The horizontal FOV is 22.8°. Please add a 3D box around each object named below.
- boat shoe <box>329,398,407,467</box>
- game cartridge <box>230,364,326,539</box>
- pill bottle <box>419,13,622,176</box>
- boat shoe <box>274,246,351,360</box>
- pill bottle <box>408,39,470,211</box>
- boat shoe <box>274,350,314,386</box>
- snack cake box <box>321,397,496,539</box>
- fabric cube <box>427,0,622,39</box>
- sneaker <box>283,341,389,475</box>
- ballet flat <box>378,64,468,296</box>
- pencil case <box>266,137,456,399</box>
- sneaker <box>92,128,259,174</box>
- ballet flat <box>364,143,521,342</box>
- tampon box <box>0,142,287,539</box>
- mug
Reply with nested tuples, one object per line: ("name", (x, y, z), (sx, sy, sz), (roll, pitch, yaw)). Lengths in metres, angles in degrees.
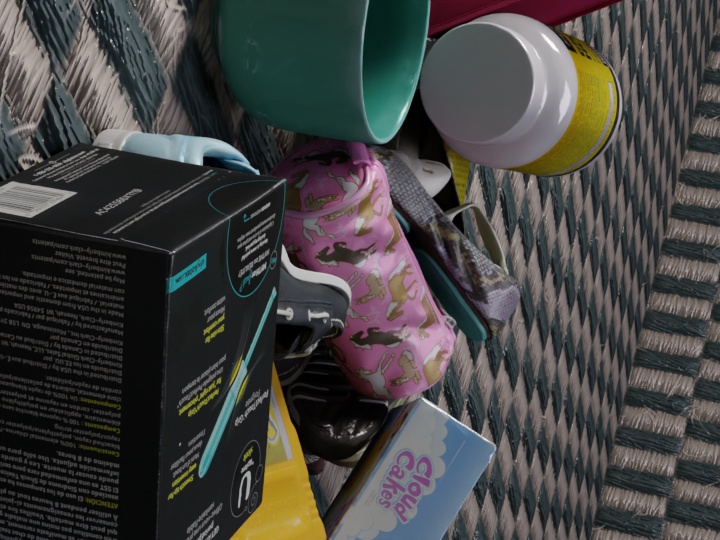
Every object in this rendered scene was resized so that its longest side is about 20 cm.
("boat shoe", (0.020, 0.078, 1.558), (0.065, 0.073, 0.200), (88, 20, -51))
("game cartridge", (-0.085, 0.089, 1.131), (0.176, 0.032, 0.200), (1, 69, -74))
("pill bottle", (0.117, -0.129, 1.323), (0.200, 0.112, 0.113), (0, 100, -68))
("boat shoe", (-0.057, 0.027, 1.127), (0.200, 0.076, 0.060), (29, 53, -64))
("pill bottle", (0.030, -0.082, 1.422), (0.114, 0.114, 0.200), (3, 97, -73))
("boat shoe", (-0.040, -0.015, 1.304), (0.063, 0.073, 0.200), (64, 44, -69))
("snack cake box", (0.006, 0.192, 1.254), (0.200, 0.067, 0.115), (-57, -178, -13))
("fabric cube", (0.131, -0.298, 1.368), (0.199, 0.196, 0.200), (71, 17, 3))
("sneaker", (-0.026, 0.120, 1.364), (0.200, 0.076, 0.116), (-93, -166, -66))
("ballet flat", (0.047, -0.066, 1.343), (0.046, 0.067, 0.200), (7, -71, 64))
("pencil case", (0.000, 0.000, 1.246), (0.087, 0.083, 0.200), (-47, 135, -23))
("sneaker", (-0.093, -0.045, 1.090), (0.200, 0.082, 0.074), (-9, 109, -73))
("ballet flat", (0.049, -0.039, 1.302), (0.200, 0.072, 0.072), (50, 39, -17))
("tampon box", (-0.129, 0.053, 0.947), (0.150, 0.126, 0.200), (-41, 139, -64))
("mug", (-0.028, -0.154, 1.185), (0.152, 0.114, 0.185), (-64, 158, -44))
